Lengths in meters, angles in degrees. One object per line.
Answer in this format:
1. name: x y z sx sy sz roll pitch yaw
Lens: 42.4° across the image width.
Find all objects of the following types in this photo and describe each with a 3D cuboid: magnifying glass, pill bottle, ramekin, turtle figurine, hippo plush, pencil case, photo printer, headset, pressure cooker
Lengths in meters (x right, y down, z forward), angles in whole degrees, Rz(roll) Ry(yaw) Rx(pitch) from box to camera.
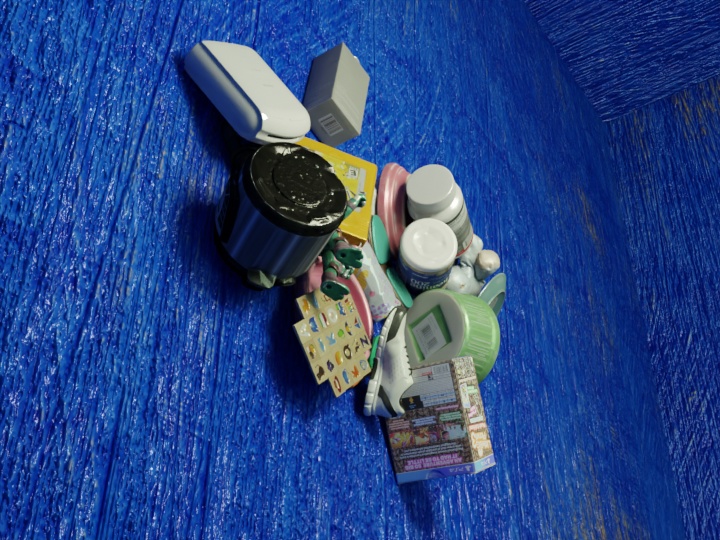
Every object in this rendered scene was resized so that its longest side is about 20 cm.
1. magnifying glass: 0.020 0.173 1.701 0.200 0.022 0.080 -27 95 -64
2. pill bottle: 0.158 -0.116 1.875 0.200 0.113 0.115 63 21 -55
3. ramekin: 0.162 0.132 1.799 0.097 0.199 0.201 21 53 -45
4. turtle figurine: -0.039 -0.047 1.532 0.201 0.100 0.151 -98 -168 -57
5. hippo plush: 0.191 0.025 2.018 0.159 0.201 0.161 33 44 21
6. pencil case: 0.000 0.000 1.717 0.201 0.083 0.091 64 16 -9
7. pill bottle: 0.127 -0.011 1.841 0.200 0.110 0.112 94 -11 -65
8. photo printer: -0.179 -0.288 1.542 0.200 0.069 0.166 50 25 13
9. headset: -0.154 -0.188 1.559 0.201 0.094 0.123 60 27 9
10. pressure cooker: -0.131 -0.073 1.426 0.175 0.200 0.179 -27 73 -42

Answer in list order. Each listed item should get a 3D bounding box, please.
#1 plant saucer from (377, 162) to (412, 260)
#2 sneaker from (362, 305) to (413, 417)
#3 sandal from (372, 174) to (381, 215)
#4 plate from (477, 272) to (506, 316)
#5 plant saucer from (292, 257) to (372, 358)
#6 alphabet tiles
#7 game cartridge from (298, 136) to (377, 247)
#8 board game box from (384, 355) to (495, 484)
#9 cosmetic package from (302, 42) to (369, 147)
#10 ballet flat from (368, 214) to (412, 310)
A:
1. plant saucer: 0.084 -0.121 1.910 0.200 0.050 0.202 -1 90 -72
2. sneaker: 0.061 0.162 1.632 0.074 0.079 0.202 -6 108 -82
3. sandal: 0.022 -0.144 1.880 0.203 0.049 0.083 -50 139 -62
4. plate: 0.274 0.098 2.046 0.025 0.201 0.200 32 19 21
5. plant saucer: -0.052 0.074 1.591 0.200 0.051 0.202 38 41 -43
6. alphabet tiles: -0.043 0.108 1.510 0.200 0.006 0.167 -27 96 -62
7. game cartridge: -0.060 -0.147 1.671 0.175 0.033 0.201 20 44 -12
8. board game box: 0.135 0.268 1.672 0.097 0.158 0.202 1 76 -60
9. cosmetic package: -0.049 -0.354 1.873 0.107 0.090 0.201 49 31 -32
10. ballet flat: 0.034 -0.005 1.793 0.068 0.068 0.201 -19 89 -60
